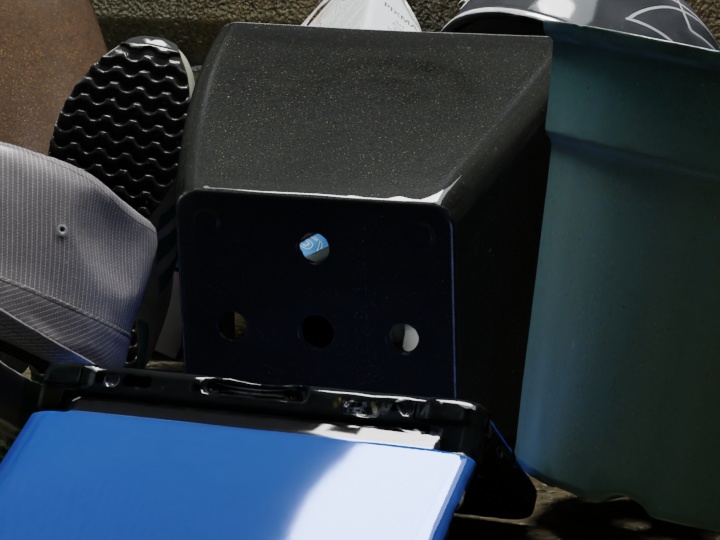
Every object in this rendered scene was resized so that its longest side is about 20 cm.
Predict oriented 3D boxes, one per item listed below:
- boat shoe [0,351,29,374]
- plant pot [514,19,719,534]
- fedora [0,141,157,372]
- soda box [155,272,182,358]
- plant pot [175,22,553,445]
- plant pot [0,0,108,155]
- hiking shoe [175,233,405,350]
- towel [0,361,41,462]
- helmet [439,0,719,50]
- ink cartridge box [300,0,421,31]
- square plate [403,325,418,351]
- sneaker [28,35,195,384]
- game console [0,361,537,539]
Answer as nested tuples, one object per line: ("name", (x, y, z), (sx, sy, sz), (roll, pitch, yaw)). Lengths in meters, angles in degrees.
("boat shoe", (-0.222, 0.033, 1.354), (0.057, 0.069, 0.200), (36, -8, -16))
("plant pot", (0.159, 0.006, 1.079), (0.200, 0.197, 0.200), (11, 5, -1))
("fedora", (-0.165, -0.010, 1.145), (0.200, 0.090, 0.177), (26, -7, -15))
("soda box", (-0.184, -0.021, 1.447), (0.200, 0.064, 0.068), (24, 9, -3))
("plant pot", (0.000, 0.000, 1.230), (0.199, 0.200, 0.177), (4, 22, 14))
("plant pot", (-0.221, -0.080, 1.587), (0.186, 0.201, 0.187), (2, 9, 0))
("hiking shoe", (-0.055, -0.007, 1.376), (0.200, 0.074, 0.087), (17, 37, -23))
("towel", (-0.237, 0.032, 1.162), (0.200, 0.031, 0.149), (31, 3, -8))
("helmet", (0.125, -0.085, 1.430), (0.200, 0.191, 0.200), (18, 0, 0))
("ink cartridge box", (-0.023, -0.105, 1.489), (0.050, 0.162, 0.200), (38, 28, -12))
("square plate", (0.139, 0.038, 1.468), (0.200, 0.029, 0.198), (7, 10, 32))
("sneaker", (-0.128, -0.024, 1.289), (0.070, 0.200, 0.093), (10, 4, 1))
("game console", (-0.044, 0.109, 1.030), (0.200, 0.119, 0.171), (5, -21, 19))
